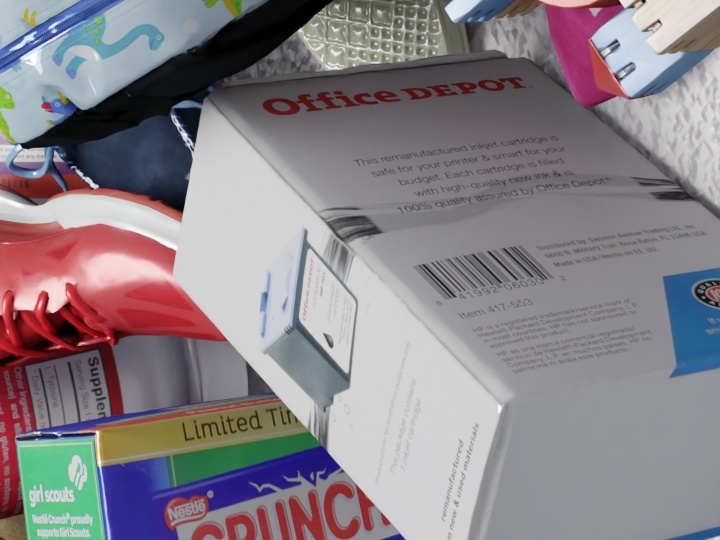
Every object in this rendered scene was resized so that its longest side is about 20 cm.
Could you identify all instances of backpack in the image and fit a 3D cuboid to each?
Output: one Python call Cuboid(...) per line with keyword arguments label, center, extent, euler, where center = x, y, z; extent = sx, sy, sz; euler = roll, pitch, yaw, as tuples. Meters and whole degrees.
Cuboid(label="backpack", center=(-0.073, -0.120, 1.018), extent=(0.163, 0.200, 0.154), euler=(-18, 120, 36))

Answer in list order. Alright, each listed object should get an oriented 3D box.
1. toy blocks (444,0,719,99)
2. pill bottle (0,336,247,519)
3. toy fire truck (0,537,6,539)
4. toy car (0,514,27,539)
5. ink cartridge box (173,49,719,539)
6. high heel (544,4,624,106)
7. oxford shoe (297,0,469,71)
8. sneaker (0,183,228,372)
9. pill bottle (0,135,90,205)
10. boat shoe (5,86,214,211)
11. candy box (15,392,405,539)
Cuboid(label="toy blocks", center=(0.070, -0.135, 0.931), extent=(0.137, 0.100, 0.200), euler=(-39, 78, 28))
Cuboid(label="pill bottle", center=(-0.156, 0.051, 1.259), extent=(0.112, 0.200, 0.112), euler=(167, 90, -69))
Cuboid(label="toy fire truck", center=(-0.111, 0.172, 1.246), extent=(0.168, 0.200, 0.112), euler=(-8, 51, 60))
Cuboid(label="toy car", center=(-0.191, 0.119, 1.440), extent=(0.200, 0.158, 0.165), euler=(18, 119, 23))
Cuboid(label="ink cartridge box", center=(0.047, 0.011, 1.002), extent=(0.200, 0.146, 0.086), euler=(44, 133, 44))
Cuboid(label="high heel", center=(0.060, -0.158, 1.023), extent=(0.200, 0.067, 0.096), euler=(54, 129, 16))
Cuboid(label="oxford shoe", center=(-0.011, -0.150, 1.146), extent=(0.075, 0.058, 0.200), euler=(-37, 79, 31))
Cuboid(label="sneaker", center=(-0.136, 0.028, 1.146), extent=(0.200, 0.116, 0.078), euler=(9, 147, 37))
Cuboid(label="pill bottle", center=(-0.125, -0.116, 1.269), extent=(0.112, 0.112, 0.200), euler=(10, 105, 56))
Cuboid(label="boat shoe", center=(-0.128, -0.078, 1.173), extent=(0.200, 0.069, 0.084), euler=(43, 115, 16))
Cuboid(label="candy box", center=(-0.039, 0.150, 1.141), extent=(0.077, 0.169, 0.200), euler=(-10, 88, 53))
